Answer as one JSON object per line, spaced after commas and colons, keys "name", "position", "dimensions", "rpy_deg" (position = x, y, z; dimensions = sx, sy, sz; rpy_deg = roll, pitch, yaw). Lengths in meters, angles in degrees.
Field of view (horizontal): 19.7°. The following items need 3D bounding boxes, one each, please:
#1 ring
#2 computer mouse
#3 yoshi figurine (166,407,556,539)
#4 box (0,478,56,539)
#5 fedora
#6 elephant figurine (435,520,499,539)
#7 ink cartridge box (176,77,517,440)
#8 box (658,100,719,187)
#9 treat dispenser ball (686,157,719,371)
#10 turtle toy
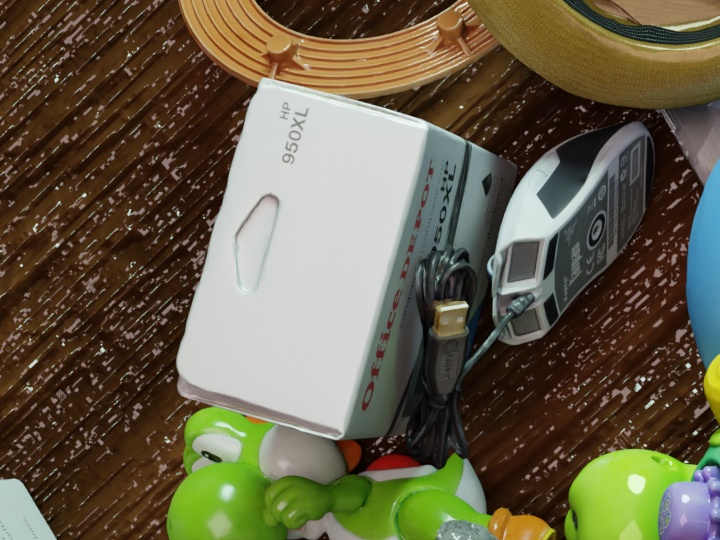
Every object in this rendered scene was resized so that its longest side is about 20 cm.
{"name": "ring", "position": [0.004, -0.165, 1.022], "dimensions": [0.200, 0.019, 0.201], "rpy_deg": [-7, 53, 10]}
{"name": "computer mouse", "position": [0.077, -0.005, 0.977], "dimensions": [0.044, 0.200, 0.110], "rpy_deg": [19, 134, 28]}
{"name": "yoshi figurine", "position": [-0.012, 0.136, 1.021], "dimensions": [0.200, 0.112, 0.112], "rpy_deg": [21, 99, 18]}
{"name": "box", "position": [-0.225, 0.241, 1.059], "dimensions": [0.199, 0.131, 0.200], "rpy_deg": [-35, 79, 11]}
{"name": "fedora", "position": [0.132, -0.173, 0.947], "dimensions": [0.200, 0.082, 0.201], "rpy_deg": [3, 107, 9]}
{"name": "elephant figurine", "position": [0.150, 0.180, 0.938], "dimensions": [0.141, 0.155, 0.200], "rpy_deg": [-19, 89, 37]}
{"name": "ink cartridge box", "position": [0.000, 0.000, 0.974], "dimensions": [0.084, 0.200, 0.145], "rpy_deg": [15, 92, 16]}
{"name": "box", "position": [0.217, -0.152, 1.001], "dimensions": [0.200, 0.049, 0.161], "rpy_deg": [-31, 77, 11]}
{"name": "treat dispenser ball", "position": [0.244, 0.002, 0.906], "dimensions": [0.201, 0.201, 0.201], "rpy_deg": [-1, 87, 15]}
{"name": "turtle toy", "position": [0.167, 0.111, 0.828], "dimensions": [0.101, 0.146, 0.200], "rpy_deg": [-44, 32, -20]}
